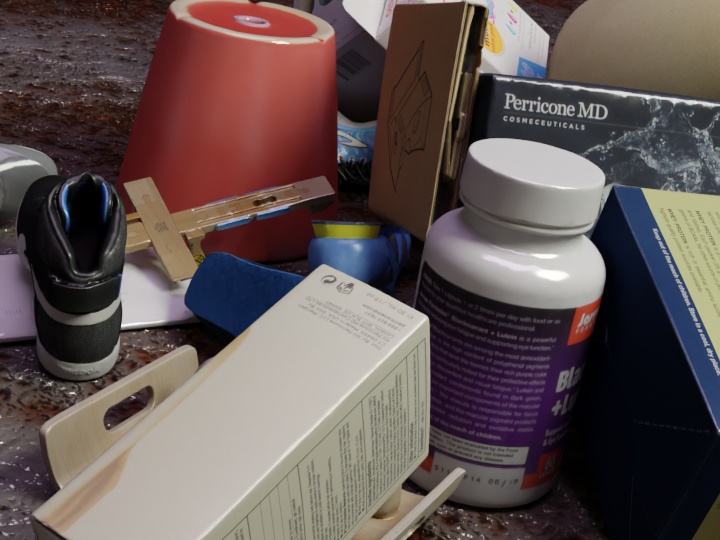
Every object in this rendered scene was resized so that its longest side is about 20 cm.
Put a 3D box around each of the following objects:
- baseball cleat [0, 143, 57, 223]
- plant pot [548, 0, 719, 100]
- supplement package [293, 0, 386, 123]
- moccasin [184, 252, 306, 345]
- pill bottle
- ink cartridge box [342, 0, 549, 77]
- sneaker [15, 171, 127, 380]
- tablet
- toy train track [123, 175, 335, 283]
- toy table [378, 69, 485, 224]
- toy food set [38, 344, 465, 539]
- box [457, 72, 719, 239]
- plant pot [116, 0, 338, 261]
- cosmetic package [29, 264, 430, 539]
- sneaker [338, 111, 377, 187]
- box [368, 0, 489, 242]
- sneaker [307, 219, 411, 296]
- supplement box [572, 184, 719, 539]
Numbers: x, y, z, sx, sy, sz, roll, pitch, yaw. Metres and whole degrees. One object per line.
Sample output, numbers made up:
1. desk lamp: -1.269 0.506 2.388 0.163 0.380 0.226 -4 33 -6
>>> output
1. baseball cleat: -0.320 -0.044 0.975 0.197 0.071 0.107 -10 35 -20
2. plant pot: 0.284 -0.154 1.045 0.185 0.191 0.199 -4 -1 -31
3. supplement package: 0.030 -0.256 1.331 0.150 0.151 0.202 30 46 -33
4. moccasin: -0.042 0.037 0.865 0.068 0.081 0.200 34 1 -40
5. pill bottle: 0.085 0.029 0.783 0.110 0.203 0.112 8 23 -4
6. ink cartridge box: 0.082 -0.227 1.190 0.199 0.068 0.116 37 41 -25
7. sneaker: -0.189 -0.033 0.878 0.072 0.113 0.201 -1 38 -21
8. tablet: -0.208 0.012 0.943 0.197 0.014 0.130 -4 27 -33
9. toy train track: -0.114 -0.032 1.002 0.197 0.033 0.115 -16 49 -21
10. toy table: 0.094 -0.085 1.109 0.181 0.203 0.117 -21 1 10
11. toy food set: -0.057 0.106 0.725 0.198 0.061 0.143 20 24 23
12. box: 0.156 -0.029 0.924 0.193 0.204 0.117 5 6 -12
13. plant pot: -0.103 -0.128 1.104 0.197 0.180 0.201 9 22 -3
14. cosmetic package: -0.051 0.099 0.608 0.070 0.106 0.200 25 46 28
15. sneaker: -0.009 -0.099 1.243 0.197 0.079 0.090 16 42 21
16. box: 0.044 -0.113 0.957 0.021 0.166 0.200 7 9 -14
17. sneaker: 0.000 0.000 1.017 0.065 0.080 0.200 0 2 11
18. supplement box: 0.244 0.070 0.776 0.196 0.135 0.202 4 42 -14
